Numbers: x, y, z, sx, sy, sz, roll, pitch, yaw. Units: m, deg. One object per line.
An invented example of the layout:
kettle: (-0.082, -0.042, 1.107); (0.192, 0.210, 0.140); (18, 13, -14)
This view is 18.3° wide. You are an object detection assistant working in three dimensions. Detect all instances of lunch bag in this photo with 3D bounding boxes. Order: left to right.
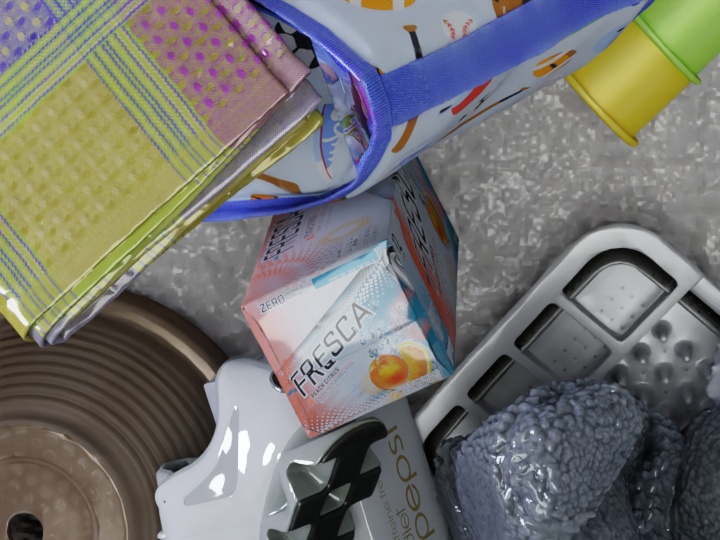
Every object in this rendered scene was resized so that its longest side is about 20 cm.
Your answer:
lunch bag: (0.003, -0.098, 0.904); (0.170, 0.200, 0.124); (-30, 110, -32)

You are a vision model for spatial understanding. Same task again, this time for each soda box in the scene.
soda box: (-0.001, 0.131, 1.034); (0.068, 0.064, 0.201); (-13, 99, 34)
soda box: (0.000, 0.000, 0.961); (0.068, 0.200, 0.064); (-25, 104, 9)

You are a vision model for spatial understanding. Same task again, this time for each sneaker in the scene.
sneaker: (-0.057, 0.128, 0.993); (0.088, 0.074, 0.201); (33, 115, 28)

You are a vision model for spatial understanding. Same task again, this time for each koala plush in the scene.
koala plush: (0.149, 0.106, 0.979); (0.199, 0.184, 0.178); (-22, 93, -11)

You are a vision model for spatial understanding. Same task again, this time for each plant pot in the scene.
plant pot: (-0.142, 0.112, 1.044); (0.200, 0.093, 0.202); (1, 98, 8)

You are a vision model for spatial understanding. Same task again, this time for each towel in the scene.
towel: (-0.122, -0.084, 0.832); (0.144, 0.023, 0.200); (-42, 74, 5)

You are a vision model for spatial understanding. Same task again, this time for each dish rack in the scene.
dish rack: (0.136, 0.087, 1.060); (0.200, 0.044, 0.172); (40, 105, -8)

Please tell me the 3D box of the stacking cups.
stacking cups: (0.173, -0.144, 0.987); (0.200, 0.061, 0.061); (-44, 99, 9)
